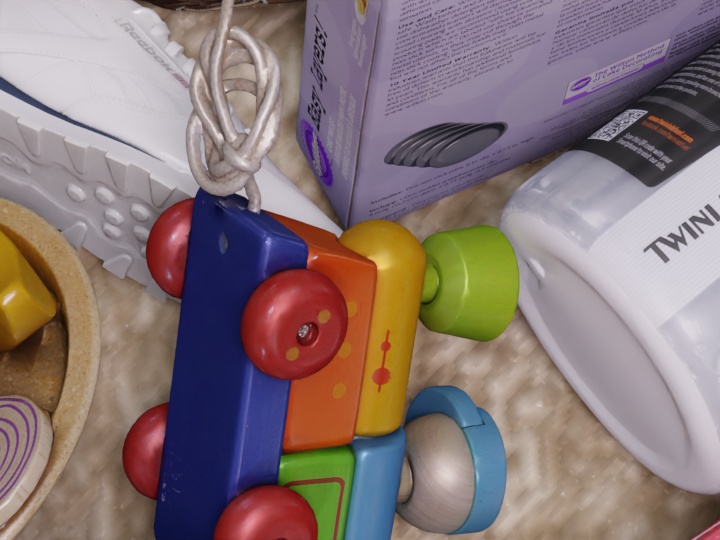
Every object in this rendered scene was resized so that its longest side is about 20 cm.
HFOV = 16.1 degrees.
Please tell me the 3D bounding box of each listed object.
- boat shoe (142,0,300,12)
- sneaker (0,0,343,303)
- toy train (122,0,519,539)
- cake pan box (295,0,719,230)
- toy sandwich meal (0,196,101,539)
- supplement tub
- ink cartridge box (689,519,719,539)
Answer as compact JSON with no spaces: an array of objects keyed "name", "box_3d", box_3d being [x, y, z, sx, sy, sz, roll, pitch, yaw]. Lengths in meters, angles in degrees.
[{"name":"boat shoe","box_3d":[0.005,-0.134,0.895,0.202,0.075,0.075,-7,69,12]},{"name":"sneaker","box_3d":[-0.077,-0.050,0.878,0.200,0.076,0.081,32,57,8]},{"name":"toy train","box_3d":[0.000,0.000,0.798,0.116,0.085,0.200,-3,111,-30]},{"name":"cake pan box","box_3d":[0.079,-0.103,0.829,0.200,0.184,0.052,-24,72,-12]},{"name":"toy sandwich meal","box_3d":[-0.179,0.032,0.813,0.205,0.070,0.205,-13,49,15]},{"name":"supplement tub","box_3d":[0.155,-0.028,0.838,0.200,0.123,0.123,-36,73,-12]},{"name":"ink cartridge box","box_3d":[0.085,0.185,0.776,0.200,0.083,0.146,-31,72,-11]}]
